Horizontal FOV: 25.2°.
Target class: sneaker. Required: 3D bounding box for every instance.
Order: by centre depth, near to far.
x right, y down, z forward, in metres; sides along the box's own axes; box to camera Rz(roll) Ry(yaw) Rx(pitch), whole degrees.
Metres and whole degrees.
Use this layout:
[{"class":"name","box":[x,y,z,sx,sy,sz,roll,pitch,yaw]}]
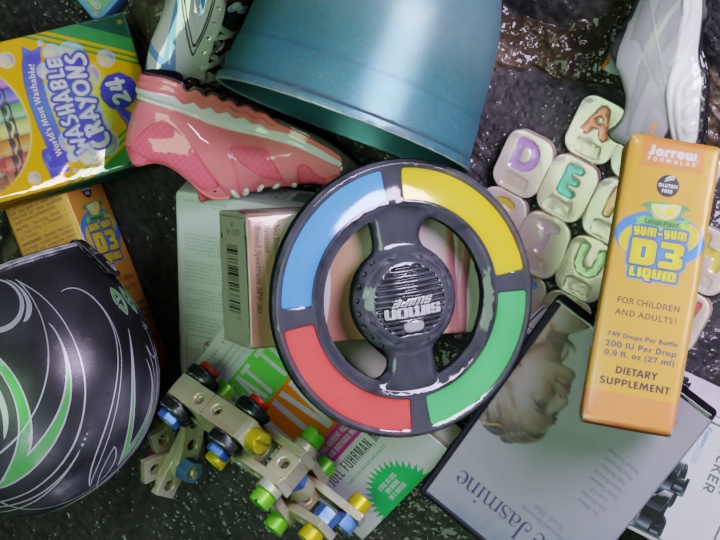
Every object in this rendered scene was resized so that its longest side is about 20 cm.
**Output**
[{"class":"sneaker","box":[0.214,-0.181,1.165,0.079,0.074,0.202,4,100,16]},{"class":"sneaker","box":[-0.093,-0.089,1.275,0.199,0.074,0.087,21,100,-10]},{"class":"sneaker","box":[-0.126,-0.192,1.295,0.072,0.072,0.201,14,104,25]}]

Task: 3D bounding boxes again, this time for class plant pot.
[{"class":"plant pot","box":[0.018,-0.194,1.184,0.199,0.200,0.189,20,91,17]}]

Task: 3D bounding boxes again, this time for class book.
[{"class":"book","box":[-0.033,0.109,1.301,0.200,0.048,0.134,41,124,1]}]

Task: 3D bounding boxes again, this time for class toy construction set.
[{"class":"toy construction set","box":[-0.095,0.146,1.280,0.199,0.131,0.092,11,60,34]}]

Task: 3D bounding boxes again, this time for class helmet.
[{"class":"helmet","box":[-0.254,0.091,1.257,0.199,0.200,0.192,-21,90,22]}]

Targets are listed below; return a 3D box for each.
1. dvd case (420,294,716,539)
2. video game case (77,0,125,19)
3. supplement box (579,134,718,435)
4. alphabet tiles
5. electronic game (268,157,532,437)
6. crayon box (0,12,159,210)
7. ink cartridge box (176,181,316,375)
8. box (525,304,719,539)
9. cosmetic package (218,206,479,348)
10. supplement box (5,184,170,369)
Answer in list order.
[{"class":"dvd case","box":[0.150,0.136,1.202,0.142,0.018,0.201,37,115,10]},{"class":"video game case","box":[-0.196,-0.325,1.330,0.200,0.018,0.143,-44,82,21]},{"class":"supplement box","box":[0.200,0.010,1.119,0.066,0.069,0.201,9,84,9]},{"class":"alphabet tiles","box":[0.184,-0.023,1.235,0.199,0.015,0.196,29,107,15]},{"class":"electronic game","box":[0.031,0.020,1.156,0.199,0.042,0.201,-2,95,-19]},{"class":"crayon box","box":[-0.269,-0.121,1.303,0.199,0.052,0.126,-18,88,-20]},{"class":"ink cartridge box","box":[-0.071,0.030,1.333,0.159,0.047,0.201,9,115,19]},{"class":"box","box":[0.200,0.123,1.222,0.199,0.060,0.117,26,113,15]},{"class":"cosmetic package","box":[0.000,0.000,1.212,0.199,0.087,0.104,-5,95,-19]},{"class":"supplement box","box":[-0.235,0.003,1.370,0.069,0.066,0.201,-23,91,22]}]
